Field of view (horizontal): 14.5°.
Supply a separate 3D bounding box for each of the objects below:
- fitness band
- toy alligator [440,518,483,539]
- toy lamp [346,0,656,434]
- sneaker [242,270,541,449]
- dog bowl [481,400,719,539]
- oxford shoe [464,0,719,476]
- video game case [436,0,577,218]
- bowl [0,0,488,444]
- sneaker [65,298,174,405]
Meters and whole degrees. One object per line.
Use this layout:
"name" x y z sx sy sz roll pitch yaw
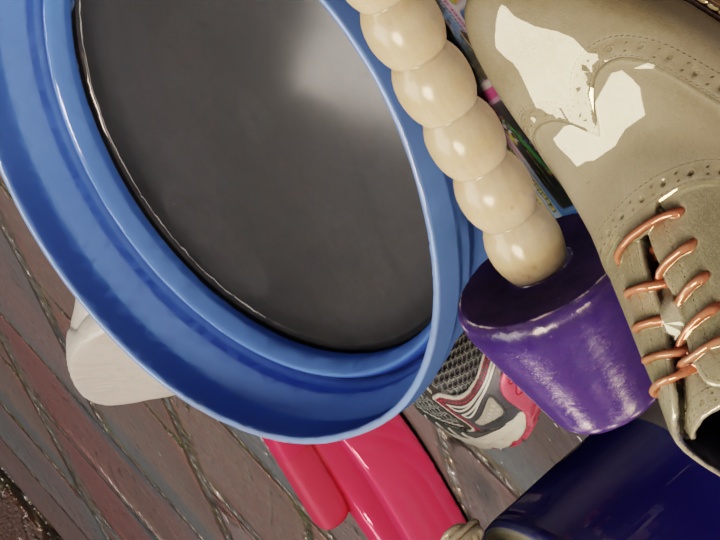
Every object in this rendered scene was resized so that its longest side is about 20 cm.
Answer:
"fitness band" 0.004 0.102 1.380 0.144 0.037 0.200 30 155 53
"toy alligator" 0.069 0.178 1.291 0.054 0.059 0.200 45 165 29
"toy lamp" 0.027 -0.041 0.767 0.200 0.058 0.058 60 165 -27
"sneaker" 0.000 0.000 0.958 0.075 0.081 0.200 10 -165 -36
"dog bowl" 0.131 0.137 0.928 0.200 0.079 0.200 49 167 15
"oxford shoe" 0.090 -0.001 0.674 0.200 0.074 0.071 46 139 7
"video game case" 0.057 -0.056 0.799 0.200 0.024 0.182 52 167 -3
"bowl" -0.040 -0.041 0.879 0.200 0.039 0.201 28 136 31
"sneaker" -0.104 -0.014 1.350 0.200 0.075 0.089 102 161 -54
